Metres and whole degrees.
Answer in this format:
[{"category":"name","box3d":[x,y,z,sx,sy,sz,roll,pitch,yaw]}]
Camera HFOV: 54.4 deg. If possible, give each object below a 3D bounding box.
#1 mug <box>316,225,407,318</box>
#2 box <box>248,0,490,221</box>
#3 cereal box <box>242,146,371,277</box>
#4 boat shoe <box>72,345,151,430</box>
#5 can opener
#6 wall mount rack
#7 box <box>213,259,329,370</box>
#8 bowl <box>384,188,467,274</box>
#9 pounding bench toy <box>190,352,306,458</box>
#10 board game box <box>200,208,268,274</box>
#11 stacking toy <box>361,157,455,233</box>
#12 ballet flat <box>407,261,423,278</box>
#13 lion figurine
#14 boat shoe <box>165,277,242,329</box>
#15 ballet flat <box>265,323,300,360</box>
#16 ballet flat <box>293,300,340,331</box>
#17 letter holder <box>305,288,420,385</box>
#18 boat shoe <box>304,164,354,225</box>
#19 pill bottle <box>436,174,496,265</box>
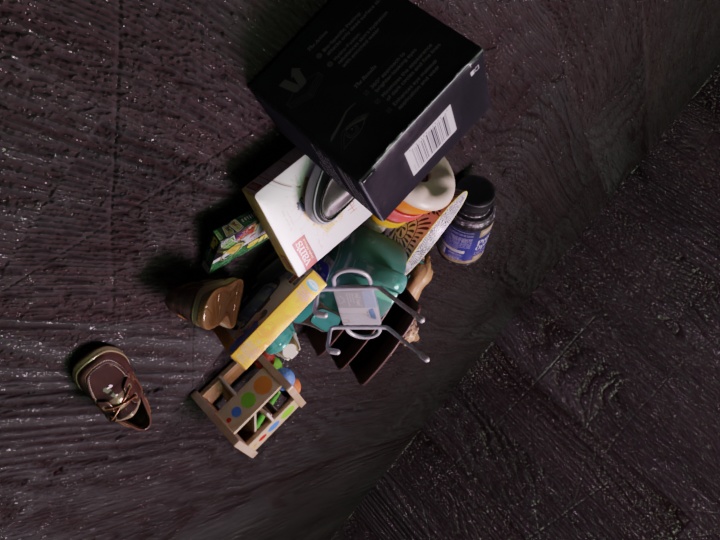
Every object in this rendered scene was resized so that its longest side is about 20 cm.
[{"category":"mug","box3d":[-0.002,-0.006,1.179,0.185,0.113,0.154,-41,-147,46]},{"category":"box","box3d":[0.014,-0.205,0.822,0.197,0.200,0.118,-46,156,-3]},{"category":"cereal box","box3d":[-0.048,-0.108,0.945,0.200,0.039,0.145,-43,130,-19]},{"category":"boat shoe","box3d":[-0.331,0.171,0.966,0.072,0.072,0.201,-38,156,-23]},{"category":"can opener","box3d":[-0.084,-0.049,1.056,0.199,0.079,0.064,-37,-158,24]},{"category":"wall mount rack","box3d":[0.020,0.081,1.099,0.201,0.171,0.075,76,17,-53]},{"category":"box","box3d":[-0.135,0.048,1.081,0.200,0.119,0.041,-48,119,-6]},{"category":"bowl","box3d":[0.101,-0.093,1.300,0.201,0.094,0.201,-49,170,-12]},{"category":"pounding bench toy","box3d":[-0.186,0.239,1.287,0.156,0.124,0.200,-44,158,-12]},{"category":"board game box","box3d":[-0.130,-0.070,0.980,0.199,0.024,0.105,-35,174,-31]},{"category":"stacking toy","box3d":[0.052,-0.120,1.185,0.145,0.147,0.200,-28,168,-41]},{"category":"ballet flat","box3d":[0.054,0.044,1.499,0.200,0.067,0.070,-48,134,1]},{"category":"lion figurine","box3d":[0.102,0.042,1.404,0.072,0.123,0.202,13,102,-19]},{"category":"boat shoe","box3d":[-0.214,0.042,0.973,0.200,0.071,0.073,-25,126,-84]},{"category":"ballet flat","box3d":[-0.137,0.122,1.195,0.067,0.071,0.200,-38,174,-4]},{"category":"ballet flat","box3d":[-0.098,0.062,1.246,0.067,0.064,0.200,-46,153,2]},{"category":"letter holder","box3d":[0.005,0.102,1.360,0.100,0.142,0.201,25,108,-36]},{"category":"boat shoe","box3d":[-0.002,-0.146,0.902,0.068,0.056,0.201,36,82,-40]},{"category":"pill bottle","box3d":[0.231,-0.109,1.520,0.112,0.112,0.201,-38,157,-24]}]
